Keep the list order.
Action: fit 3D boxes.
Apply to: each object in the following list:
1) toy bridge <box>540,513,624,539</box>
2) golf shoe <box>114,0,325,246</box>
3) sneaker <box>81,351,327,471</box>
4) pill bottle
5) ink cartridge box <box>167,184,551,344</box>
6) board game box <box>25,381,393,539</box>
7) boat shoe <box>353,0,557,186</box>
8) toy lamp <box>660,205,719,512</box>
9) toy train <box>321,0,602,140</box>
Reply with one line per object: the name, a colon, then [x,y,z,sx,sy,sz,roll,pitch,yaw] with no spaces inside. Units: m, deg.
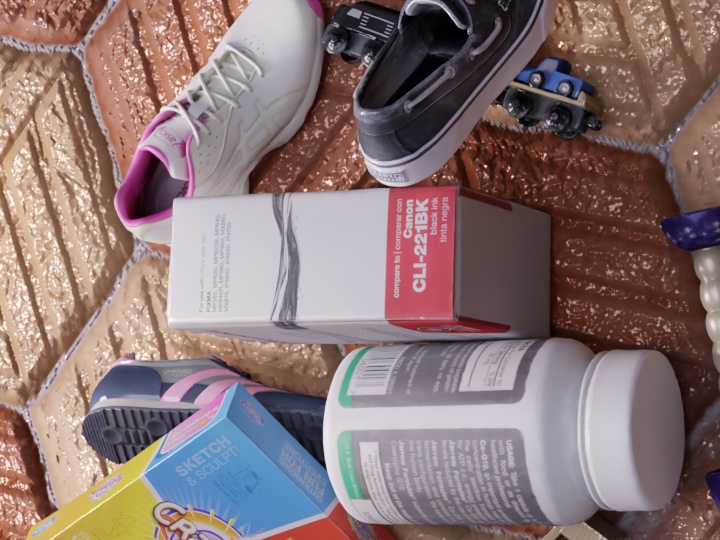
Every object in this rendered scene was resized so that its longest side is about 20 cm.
toy bridge: [0.093,0.225,1.425,0.067,0.027,0.201,34,108,22]
golf shoe: [-0.091,-0.098,1.470,0.075,0.091,0.201,35,106,23]
sneaker: [-0.079,0.087,1.488,0.199,0.082,0.070,6,131,7]
pill bottle: [0.088,0.099,1.373,0.199,0.113,0.114,-3,91,28]
ink cartridge box: [0.000,0.000,1.392,0.199,0.144,0.084,-2,83,27]
board game box: [-0.102,0.182,1.472,0.200,0.040,0.153,-36,108,27]
boat shoe: [0.054,-0.141,1.342,0.072,0.200,0.068,12,142,35]
toy lamp: [0.220,0.064,1.335,0.058,0.058,0.201,-14,84,27]
toy train: [0.066,-0.129,1.420,0.199,0.034,0.046,22,90,26]
